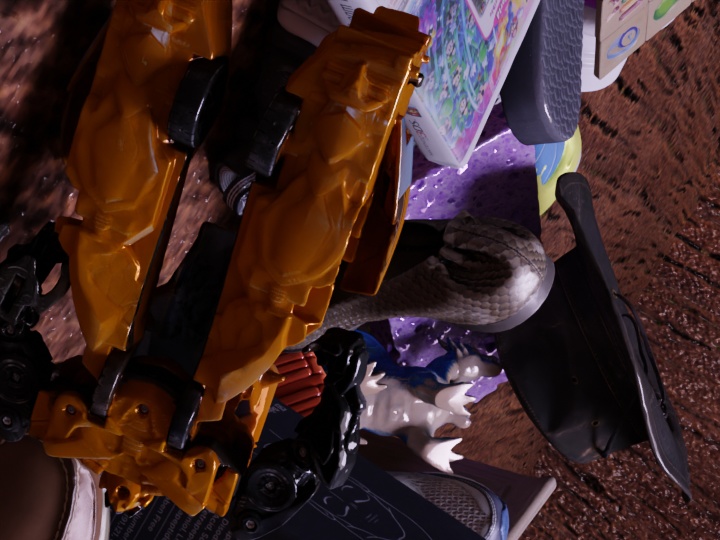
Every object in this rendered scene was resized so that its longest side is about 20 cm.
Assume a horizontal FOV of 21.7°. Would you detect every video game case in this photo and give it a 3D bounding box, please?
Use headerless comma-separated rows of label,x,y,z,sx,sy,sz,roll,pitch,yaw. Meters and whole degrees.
video game case,0.047,-0.163,0.711,0.201,0.024,0.182,-66,156,-13

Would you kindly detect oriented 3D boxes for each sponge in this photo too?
sponge,0.055,0.003,1.086,0.111,0.030,0.201,-31,139,-18

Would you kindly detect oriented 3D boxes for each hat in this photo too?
hat,0.123,0.048,1.074,0.080,0.202,0.201,-21,174,12

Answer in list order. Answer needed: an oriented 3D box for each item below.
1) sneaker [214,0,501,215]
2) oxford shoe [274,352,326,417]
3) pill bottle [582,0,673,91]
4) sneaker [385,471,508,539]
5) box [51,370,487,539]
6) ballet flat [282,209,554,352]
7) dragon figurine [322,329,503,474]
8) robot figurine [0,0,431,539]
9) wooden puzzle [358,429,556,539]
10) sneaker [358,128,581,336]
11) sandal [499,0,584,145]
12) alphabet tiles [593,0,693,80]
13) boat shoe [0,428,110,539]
sneaker,-0.001,-0.065,0.824,0.114,0.075,0.200,-60,162,13
oxford shoe,-0.032,0.110,0.930,0.071,0.201,0.073,-15,176,6
pill bottle,0.135,-0.191,0.959,0.104,0.104,0.201,-44,161,-46
sneaker,-0.022,0.136,0.998,0.085,0.199,0.078,52,37,-62
box,-0.049,0.131,0.815,0.107,0.199,0.148,-60,167,12
ballet flat,0.000,0.000,0.838,0.046,0.199,0.068,42,62,-33
dragon figurine,-0.004,0.066,1.016,0.099,0.199,0.059,-152,-111,-63
robot figurine,-0.052,-0.004,0.635,0.058,0.144,0.201,-58,169,-63
wooden puzzle,-0.009,0.163,1.091,0.185,0.199,0.037,-46,134,-43
sneaker,0.055,-0.039,1.142,0.200,0.075,0.105,-54,149,-14
sandal,0.074,-0.153,0.838,0.076,0.043,0.201,45,48,-55
alphabet tiles,0.170,-0.195,0.873,0.167,0.008,0.200,-40,155,-15
boat shoe,-0.165,0.150,0.708,0.201,0.075,0.074,-60,164,5
